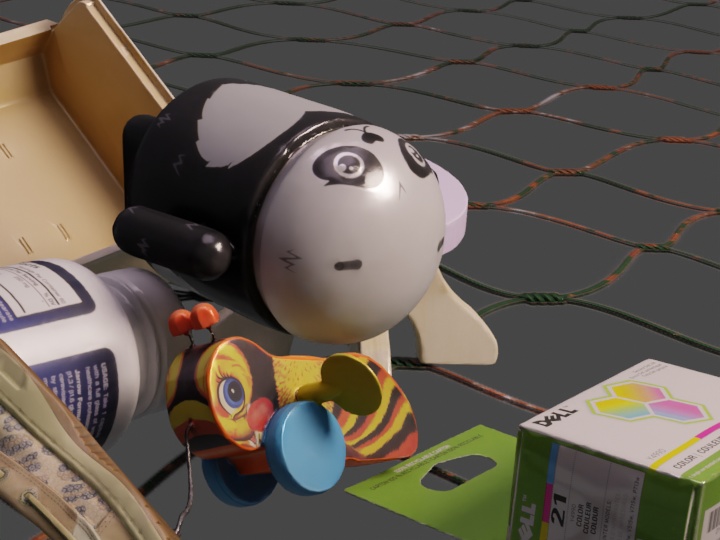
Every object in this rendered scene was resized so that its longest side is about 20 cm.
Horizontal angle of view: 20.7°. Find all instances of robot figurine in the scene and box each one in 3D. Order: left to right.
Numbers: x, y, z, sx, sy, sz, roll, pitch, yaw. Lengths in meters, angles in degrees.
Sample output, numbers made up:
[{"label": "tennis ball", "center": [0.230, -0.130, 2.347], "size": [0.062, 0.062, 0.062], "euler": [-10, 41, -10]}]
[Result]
[{"label": "robot figurine", "center": [-0.046, -0.037, 1.071], "size": [0.200, 0.150, 0.125], "euler": [23, -20, 41]}]

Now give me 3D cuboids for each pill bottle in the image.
[{"label": "pill bottle", "center": [-0.186, 0.055, 1.021], "size": [0.111, 0.111, 0.200], "euler": [19, 22, 39]}]

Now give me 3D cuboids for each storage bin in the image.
[{"label": "storage bin", "center": [-0.213, -0.064, 1.225], "size": [0.200, 0.094, 0.199], "euler": [-24, 70, -40]}]

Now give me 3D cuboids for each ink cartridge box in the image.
[{"label": "ink cartridge box", "center": [0.113, 0.095, 1.021], "size": [0.199, 0.076, 0.148], "euler": [16, 20, 31]}]

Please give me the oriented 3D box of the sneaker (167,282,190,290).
[{"label": "sneaker", "center": [-0.118, -0.029, 1.390], "size": [0.200, 0.073, 0.114], "euler": [7, 14, 8]}]

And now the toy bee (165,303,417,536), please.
[{"label": "toy bee", "center": [-0.050, 0.065, 0.992], "size": [0.131, 0.109, 0.200], "euler": [-14, 0, 22]}]

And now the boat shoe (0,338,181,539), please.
[{"label": "boat shoe", "center": [-0.127, 0.113, 0.877], "size": [0.063, 0.073, 0.200], "euler": [-41, 60, -9]}]

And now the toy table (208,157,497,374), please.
[{"label": "toy table", "center": [0.000, 0.000, 1.239], "size": [0.183, 0.118, 0.200], "euler": [5, 17, 2]}]
